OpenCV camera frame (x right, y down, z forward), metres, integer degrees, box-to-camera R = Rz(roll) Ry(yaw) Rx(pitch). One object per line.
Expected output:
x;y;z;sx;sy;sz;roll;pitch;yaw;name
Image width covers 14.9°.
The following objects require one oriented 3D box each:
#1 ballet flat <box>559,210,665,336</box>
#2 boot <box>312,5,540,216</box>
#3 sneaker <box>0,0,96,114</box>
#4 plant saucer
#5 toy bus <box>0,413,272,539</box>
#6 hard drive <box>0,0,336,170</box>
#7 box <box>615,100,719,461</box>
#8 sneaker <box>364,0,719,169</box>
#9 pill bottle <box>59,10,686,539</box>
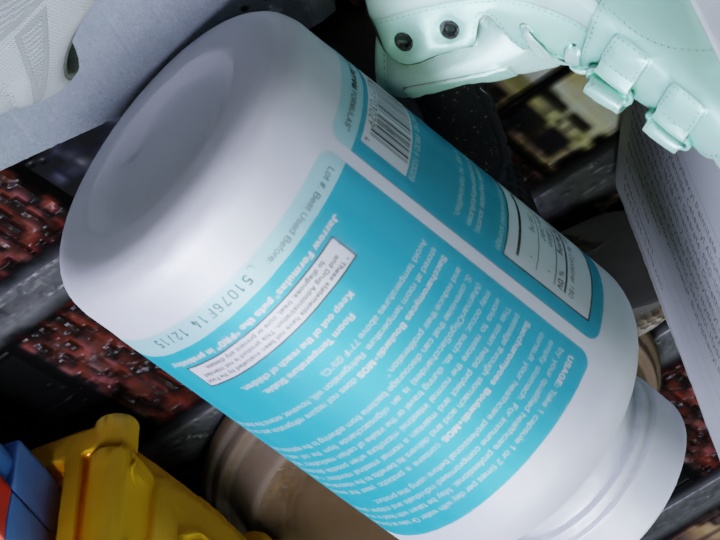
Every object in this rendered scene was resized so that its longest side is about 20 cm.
0.030;0.021;1.039;0.199;0.068;0.046;-14;154;-16;ballet flat
0.000;0.000;0.963;0.131;0.070;0.201;-21;115;5;boot
-0.099;-0.112;0.746;0.079;0.074;0.200;-13;151;-24;sneaker
0.033;0.077;1.139;0.199;0.030;0.200;-13;143;-10;plant saucer
-0.146;0.142;1.065;0.199;0.136;0.192;-24;129;21;toy bus
-0.105;-0.115;0.818;0.139;0.033;0.200;-24;144;7;hard drive
0.212;-0.014;0.951;0.198;0.201;0.131;-11;144;-8;box
0.073;-0.064;0.861;0.118;0.201;0.074;-32;-179;23;sneaker
0.011;0.017;0.870;0.200;0.111;0.111;38;119;-24;pill bottle
